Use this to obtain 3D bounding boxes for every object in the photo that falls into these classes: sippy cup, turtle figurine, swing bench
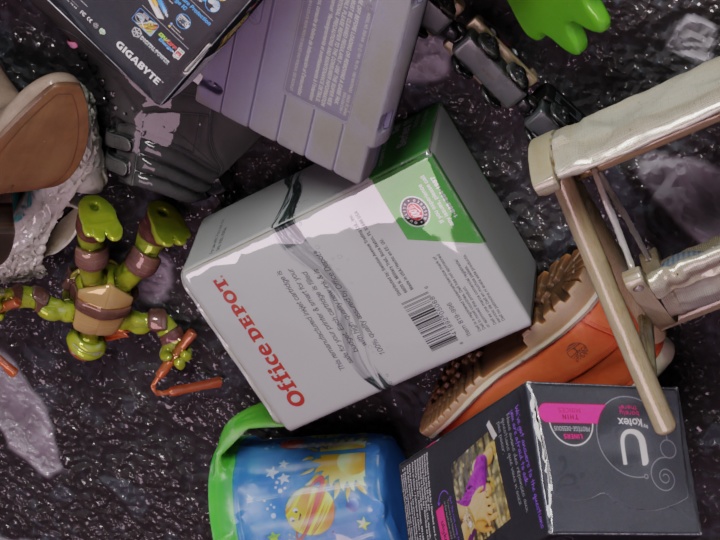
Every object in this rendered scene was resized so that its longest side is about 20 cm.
[{"bbox_3d":[-0.029,0.179,1.608,0.129,0.141,0.178,-13,157,16],"label":"sippy cup"},{"bbox_3d":[-0.178,0.017,1.585,0.198,0.065,0.162,15,132,-14],"label":"turtle figurine"},{"bbox_3d":[0.230,-0.042,1.320,0.197,0.130,0.201,-22,113,15],"label":"swing bench"}]

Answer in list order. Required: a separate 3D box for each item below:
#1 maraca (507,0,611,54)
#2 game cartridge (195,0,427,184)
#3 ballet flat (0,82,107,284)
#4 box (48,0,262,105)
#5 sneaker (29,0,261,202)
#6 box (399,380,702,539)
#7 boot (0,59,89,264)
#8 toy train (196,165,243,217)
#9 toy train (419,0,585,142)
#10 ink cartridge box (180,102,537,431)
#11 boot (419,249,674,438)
[{"bbox_3d":[0.074,-0.213,1.286,0.200,0.107,0.137,49,166,1],"label":"maraca"},{"bbox_3d":[-0.025,-0.157,1.297,0.129,0.038,0.201,25,133,10],"label":"game cartridge"},{"bbox_3d":[-0.220,-0.062,1.555,0.071,0.072,0.200,34,131,-5],"label":"ballet flat"},{"bbox_3d":[-0.135,-0.218,1.248,0.200,0.046,0.159,43,123,-3],"label":"box"},{"bbox_3d":[-0.161,-0.118,1.441,0.199,0.071,0.100,33,99,-14],"label":"sneaker"},{"bbox_3d":[0.124,0.154,1.474,0.121,0.107,0.200,3,158,-26],"label":"box"},{"bbox_3d":[-0.250,-0.106,1.481,0.070,0.147,0.200,5,137,-33],"label":"boot"},{"bbox_3d":[-0.087,-0.018,1.543,0.045,0.034,0.201,-13,117,32],"label":"toy train"},{"bbox_3d":[0.080,-0.136,1.374,0.200,0.046,0.034,42,121,-17],"label":"toy train"},{"bbox_3d":[0.000,0.000,1.469,0.199,0.083,0.147,-24,113,20],"label":"ink cartridge box"},{"bbox_3d":[0.126,0.078,1.508,0.107,0.075,0.200,36,131,-18],"label":"boot"}]
